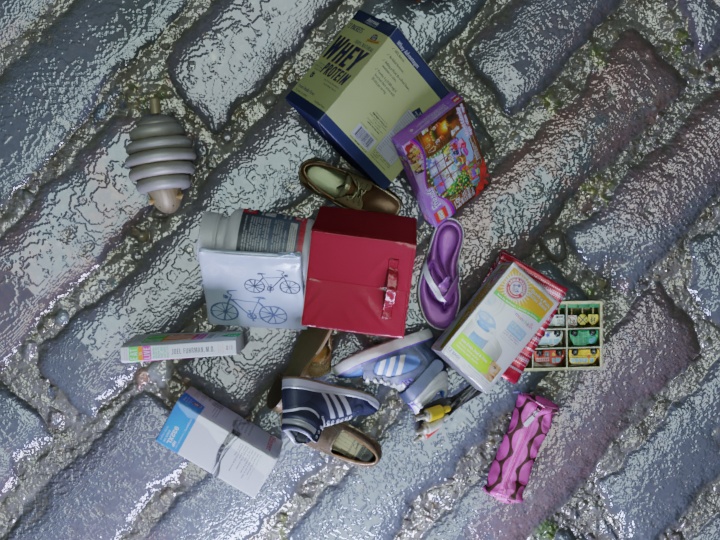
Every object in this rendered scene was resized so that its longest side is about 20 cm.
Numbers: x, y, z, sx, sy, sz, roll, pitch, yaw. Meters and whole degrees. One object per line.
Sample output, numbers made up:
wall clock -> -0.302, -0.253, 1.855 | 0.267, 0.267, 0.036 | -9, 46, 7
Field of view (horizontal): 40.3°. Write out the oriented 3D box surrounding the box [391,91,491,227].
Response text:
box -> 0.144, -0.189, 1.699 | 0.136, 0.039, 0.201 | -38, 134, -10

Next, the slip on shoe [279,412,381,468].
slip on shoe -> -0.053, 0.300, 1.765 | 0.198, 0.061, 0.077 | 29, 91, -2

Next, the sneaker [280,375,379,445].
sneaker -> -0.056, 0.258, 1.720 | 0.198, 0.070, 0.110 | 18, 66, -31

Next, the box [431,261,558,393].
box -> 0.231, 0.095, 1.693 | 0.112, 0.101, 0.201 | 41, 85, -4

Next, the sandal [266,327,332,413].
sandal -> -0.087, 0.171, 1.771 | 0.069, 0.078, 0.213 | 28, 99, -33

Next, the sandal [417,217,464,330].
sandal -> 0.146, 0.006, 1.768 | 0.081, 0.050, 0.207 | 4, 91, -1

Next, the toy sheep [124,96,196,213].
toy sheep -> -0.349, -0.200, 1.711 | 0.135, 0.138, 0.204 | -12, 91, -1

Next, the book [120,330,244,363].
book -> -0.309, 0.136, 1.720 | 0.196, 0.134, 0.049 | -3, 91, -2

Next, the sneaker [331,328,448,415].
sneaker -> 0.062, 0.202, 1.755 | 0.197, 0.081, 0.149 | -19, 88, -6

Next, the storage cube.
storage cube -> 0.000, 0.000, 1.686 | 0.176, 0.200, 0.174 | 7, 107, 0

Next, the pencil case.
pencil case -> 0.285, 0.320, 1.758 | 0.089, 0.094, 0.203 | 19, 92, -2

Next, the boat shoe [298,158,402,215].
boat shoe -> -0.021, -0.140, 1.749 | 0.197, 0.074, 0.077 | 21, 91, -2

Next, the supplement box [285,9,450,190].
supplement box -> 0.020, -0.290, 1.673 | 0.200, 0.134, 0.200 | -49, 129, 0

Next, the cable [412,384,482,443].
cable -> 0.169, 0.250, 1.754 | 0.198, 0.098, 0.051 | -21, 53, -24

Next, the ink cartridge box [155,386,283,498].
ink cartridge box -> -0.243, 0.299, 1.719 | 0.198, 0.145, 0.085 | 31, 91, -2

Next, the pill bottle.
pill bottle -> -0.183, -0.045, 1.725 | 0.196, 0.120, 0.122 | 9, 91, -2

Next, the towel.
towel -> 0.266, 0.085, 1.760 | 0.143, 0.022, 0.202 | 30, 90, -2

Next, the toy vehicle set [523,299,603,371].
toy vehicle set -> 0.342, 0.118, 1.787 | 0.196, 0.027, 0.127 | -1, 91, -1

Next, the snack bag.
snack bag -> -0.188, 0.031, 1.706 | 0.185, 0.202, 0.022 | 3, 47, 5
